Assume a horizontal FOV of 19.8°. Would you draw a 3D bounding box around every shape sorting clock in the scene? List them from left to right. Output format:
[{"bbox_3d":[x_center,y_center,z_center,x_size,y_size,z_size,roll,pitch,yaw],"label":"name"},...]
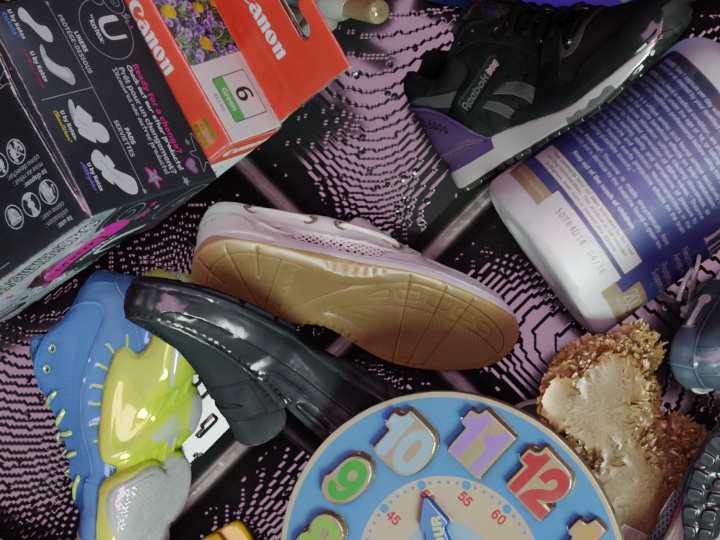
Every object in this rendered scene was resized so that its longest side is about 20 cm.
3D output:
[{"bbox_3d":[0.048,0.165,1.124,0.199,0.039,0.201,1,92,17],"label":"shape sorting clock"}]

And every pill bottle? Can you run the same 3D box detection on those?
[{"bbox_3d":[0.183,-0.063,1.186,0.200,0.111,0.111,-36,86,0],"label":"pill bottle"}]

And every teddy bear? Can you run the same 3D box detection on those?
[{"bbox_3d":[0.148,0.127,1.179,0.145,0.067,0.200,-40,112,-5],"label":"teddy bear"}]

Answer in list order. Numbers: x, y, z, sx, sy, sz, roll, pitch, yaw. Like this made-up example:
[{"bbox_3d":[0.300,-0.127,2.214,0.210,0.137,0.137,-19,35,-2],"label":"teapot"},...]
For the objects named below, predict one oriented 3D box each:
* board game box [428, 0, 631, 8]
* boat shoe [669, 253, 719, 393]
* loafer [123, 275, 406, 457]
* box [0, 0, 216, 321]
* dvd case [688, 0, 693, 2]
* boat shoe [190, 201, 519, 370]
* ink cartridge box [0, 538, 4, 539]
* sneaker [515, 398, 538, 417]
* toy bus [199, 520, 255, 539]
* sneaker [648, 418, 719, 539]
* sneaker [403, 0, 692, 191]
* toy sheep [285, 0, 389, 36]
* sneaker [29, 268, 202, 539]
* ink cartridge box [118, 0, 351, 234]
[{"bbox_3d":[0.130,-0.242,1.205,0.151,0.045,0.201,15,83,21],"label":"board game box"},{"bbox_3d":[0.206,0.030,1.141,0.061,0.200,0.075,0,105,14],"label":"boat shoe"},{"bbox_3d":[-0.054,0.065,1.167,0.200,0.068,0.071,32,77,-34],"label":"loafer"},{"bbox_3d":[-0.201,-0.052,1.156,0.200,0.115,0.133,-31,85,37],"label":"box"},{"bbox_3d":[0.234,-0.245,1.207,0.199,0.022,0.147,-17,74,13],"label":"dvd case"},{"bbox_3d":[0.000,0.000,1.209,0.199,0.069,0.071,18,127,-14],"label":"boat shoe"},{"bbox_3d":[-0.241,0.225,1.173,0.199,0.084,0.147,22,115,4],"label":"ink cartridge box"},{"bbox_3d":[0.063,0.161,1.190,0.077,0.082,0.200,38,89,4],"label":"sneaker"},{"bbox_3d":[-0.049,0.246,1.191,0.065,0.078,0.201,-29,86,0],"label":"toy bus"},{"bbox_3d":[0.195,0.159,1.130,0.080,0.075,0.201,29,110,6],"label":"sneaker"},{"bbox_3d":[0.094,-0.119,1.155,0.088,0.200,0.076,53,47,-5],"label":"sneaker"},{"bbox_3d":[-0.034,-0.202,1.195,0.137,0.138,0.201,19,93,3],"label":"toy sheep"},{"bbox_3d":[-0.151,0.091,1.219,0.105,0.076,0.201,17,87,22],"label":"sneaker"},{"bbox_3d":[-0.104,-0.107,1.173,0.200,0.050,0.109,-34,84,42],"label":"ink cartridge box"}]
